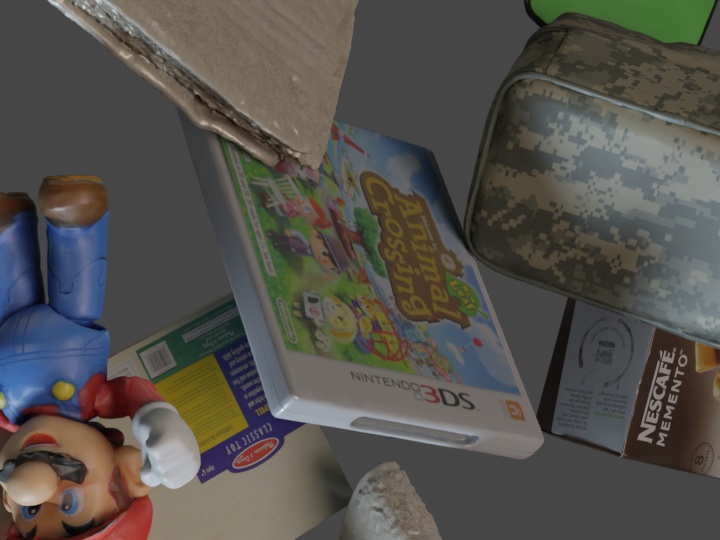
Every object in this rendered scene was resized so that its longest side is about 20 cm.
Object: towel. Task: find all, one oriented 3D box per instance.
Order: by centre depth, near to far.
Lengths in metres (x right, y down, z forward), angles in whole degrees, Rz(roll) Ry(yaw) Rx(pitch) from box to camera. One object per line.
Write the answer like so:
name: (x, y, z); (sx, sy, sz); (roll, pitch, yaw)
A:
towel: (-0.078, -0.146, 1.119); (0.200, 0.034, 0.133); (39, 51, -37)
towel: (0.027, 0.205, 1.196); (0.034, 0.133, 0.200); (-20, 150, -25)

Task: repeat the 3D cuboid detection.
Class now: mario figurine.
mario figurine: (-0.148, 0.057, 1.048); (0.106, 0.123, 0.200); (-6, 84, -35)

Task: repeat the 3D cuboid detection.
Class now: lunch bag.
lunch bag: (0.174, -0.064, 1.251); (0.168, 0.200, 0.139); (-59, 165, -55)

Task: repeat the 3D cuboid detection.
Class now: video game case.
video game case: (0.000, 0.000, 1.167); (0.182, 0.022, 0.200); (14, 46, -43)

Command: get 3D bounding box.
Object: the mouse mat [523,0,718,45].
mouse mat: (0.182, -0.215, 1.378); (0.161, 0.008, 0.200); (29, 81, -41)

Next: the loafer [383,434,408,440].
loafer: (0.026, 0.072, 1.233); (0.072, 0.063, 0.200); (-39, 154, 18)

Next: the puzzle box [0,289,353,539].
puzzle box: (-0.108, 0.107, 1.149); (0.200, 0.025, 0.133); (-28, 94, -33)

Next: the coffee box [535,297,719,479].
coffee box: (0.194, 0.020, 1.393); (0.114, 0.080, 0.200); (17, 88, -42)
